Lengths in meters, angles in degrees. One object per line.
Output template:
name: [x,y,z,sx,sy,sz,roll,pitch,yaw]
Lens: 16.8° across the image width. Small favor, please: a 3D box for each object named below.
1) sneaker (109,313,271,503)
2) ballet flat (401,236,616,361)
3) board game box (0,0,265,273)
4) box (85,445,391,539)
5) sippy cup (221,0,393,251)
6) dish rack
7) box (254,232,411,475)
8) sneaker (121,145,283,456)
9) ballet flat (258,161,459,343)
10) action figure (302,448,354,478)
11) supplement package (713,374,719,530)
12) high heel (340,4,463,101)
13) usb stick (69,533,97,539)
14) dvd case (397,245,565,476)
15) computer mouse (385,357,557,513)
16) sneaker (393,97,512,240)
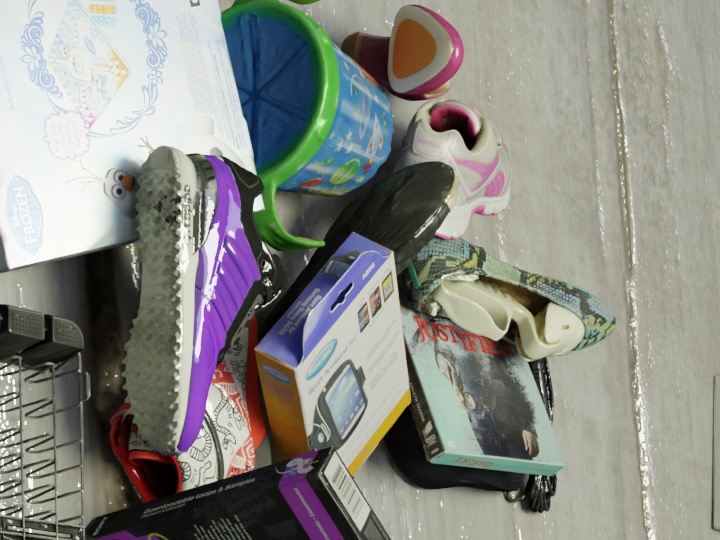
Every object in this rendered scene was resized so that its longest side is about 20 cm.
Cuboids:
sneaker: [-0.124,0.066,1.657,0.108,0.067,0.203,-13,93,-52]
ballet flat: [0.114,0.034,1.859,0.199,0.074,0.075,21,65,-25]
board game box: [-0.177,-0.116,1.619,0.198,0.043,0.201,-14,92,-33]
box: [-0.068,0.201,1.588,0.143,0.199,0.036,59,31,-21]
sippy cup: [-0.046,-0.112,1.752,0.130,0.139,0.179,20,101,-55]
dish rack: [-0.233,0.112,1.517,0.153,0.054,0.201,15,64,-45]
box: [-0.018,0.067,1.695,0.119,0.041,0.201,-50,150,-29]
sneaker: [-0.095,0.022,1.598,0.099,0.069,0.202,4,90,-36]
ballet flat: [0.000,0.000,1.771,0.200,0.066,0.057,-48,140,-1]
action figure: [-0.052,0.213,1.681,0.119,0.102,0.201,-34,122,-45]
supplement package: [0.451,0.170,2.190,0.191,0.199,0.148,22,65,-45]
high heel: [0.059,-0.153,1.814,0.095,0.200,0.068,10,84,-21]
usb stick: [-0.148,0.261,1.605,0.055,0.033,0.201,-45,116,-32]
dvd case: [0.074,0.061,1.866,0.146,0.022,0.201,11,50,-45]
computer mouse: [0.099,0.122,1.910,0.199,0.053,0.139,3,79,-48]
sneaker: [0.077,-0.089,1.867,0.200,0.081,0.089,-47,153,-70]
